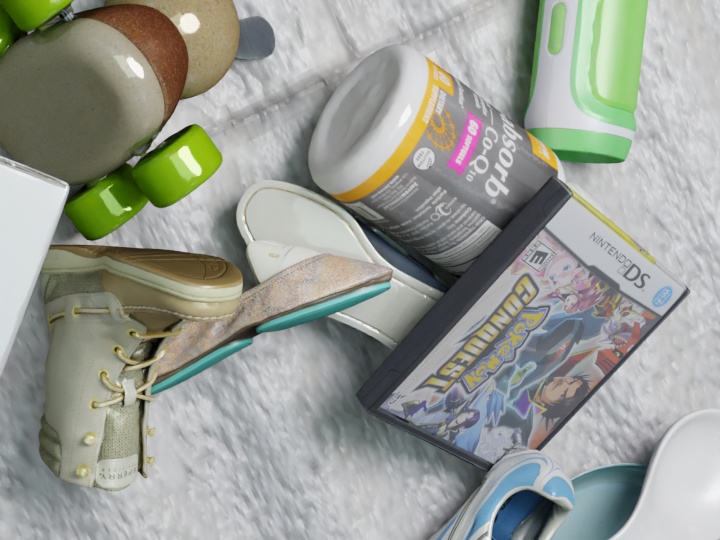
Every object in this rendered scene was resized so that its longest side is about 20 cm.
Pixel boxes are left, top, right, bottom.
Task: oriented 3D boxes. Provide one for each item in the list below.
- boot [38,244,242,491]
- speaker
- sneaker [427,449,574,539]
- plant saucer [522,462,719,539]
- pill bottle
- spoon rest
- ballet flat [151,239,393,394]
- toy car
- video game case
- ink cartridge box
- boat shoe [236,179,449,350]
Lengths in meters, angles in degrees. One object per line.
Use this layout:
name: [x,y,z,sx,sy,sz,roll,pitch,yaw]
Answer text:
boot: [-0.145,0.063,0.884,0.072,0.200,0.155,2,92,-41]
speaker: [0.171,-0.183,1.037,0.088,0.088,0.201,7,89,-18]
sneaker: [0.081,0.219,1.013,0.072,0.072,0.200,33,97,-17]
plant saucer: [0.197,0.248,1.087,0.200,0.027,0.201,0,91,-18]
pill bottle: [0.071,-0.061,0.984,0.200,0.116,0.117,31,82,-27]
spoon rest: [0.223,0.181,1.049,0.200,0.061,0.099,-32,101,-14]
ballet flat: [-0.077,0.019,0.937,0.200,0.068,0.067,-24,84,13]
toy car: [-0.142,-0.150,0.931,0.164,0.158,0.200,55,47,-16]
video game case: [0.119,0.049,0.980,0.200,0.026,0.181,-49,136,10]
ink cartridge box: [-0.246,0.005,0.841,0.083,0.200,0.146,21,85,-18]
boat shoe: [0.000,0.000,0.994,0.200,0.062,0.075,29,98,-8]
